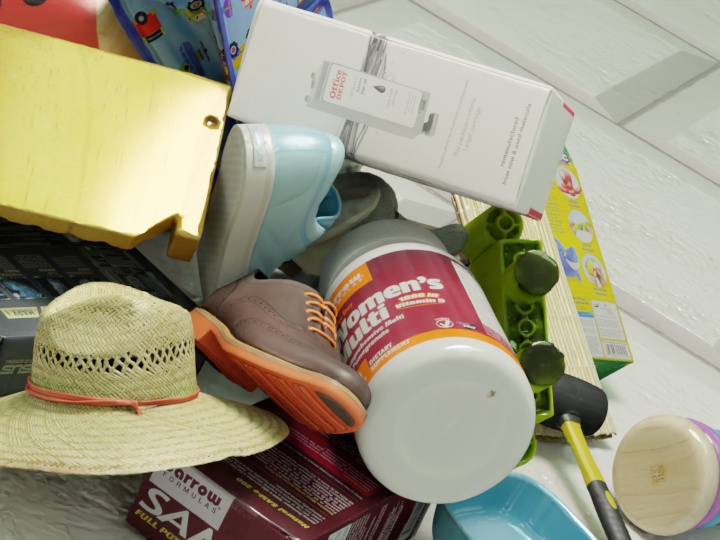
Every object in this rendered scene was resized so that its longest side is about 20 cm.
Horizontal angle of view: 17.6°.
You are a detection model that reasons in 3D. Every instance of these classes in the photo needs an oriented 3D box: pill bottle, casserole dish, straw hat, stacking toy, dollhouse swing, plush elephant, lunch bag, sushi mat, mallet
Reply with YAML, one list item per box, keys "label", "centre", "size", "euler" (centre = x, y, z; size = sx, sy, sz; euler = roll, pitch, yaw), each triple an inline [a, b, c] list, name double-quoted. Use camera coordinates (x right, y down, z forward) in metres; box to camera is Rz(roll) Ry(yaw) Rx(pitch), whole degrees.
- label: "pill bottle"
  centre: [0.034, 0.050, 1.440]
  size: [0.109, 0.110, 0.200]
  euler: [19, 21, -20]
- label: "casserole dish"
  centre: [0.119, 0.200, 1.439]
  size: [0.121, 0.039, 0.200]
  euler: [-2, 44, -53]
- label: "straw hat"
  centre: [-0.140, 0.051, 1.325]
  size: [0.201, 0.085, 0.201]
  euler: [2, 11, 0]
- label: "stacking toy"
  centre: [0.272, 0.151, 1.702]
  size: [0.200, 0.085, 0.085]
  euler: [7, 29, -49]
- label: "dollhouse swing"
  centre: [-0.204, -0.058, 1.520]
  size: [0.200, 0.176, 0.182]
  euler: [14, 53, -7]
- label: "plush elephant"
  centre: [0.000, 0.000, 1.611]
  size: [0.200, 0.155, 0.165]
  euler: [23, 22, -13]
- label: "lunch bag"
  centre: [-0.080, -0.153, 1.631]
  size: [0.094, 0.200, 0.151]
  euler: [-4, 32, 28]
- label: "sushi mat"
  centre: [0.130, 0.035, 1.742]
  size: [0.096, 0.012, 0.200]
  euler: [2, 65, -42]
- label: "mallet"
  centre: [0.171, 0.148, 1.628]
  size: [0.066, 0.041, 0.200]
  euler: [14, 35, -37]

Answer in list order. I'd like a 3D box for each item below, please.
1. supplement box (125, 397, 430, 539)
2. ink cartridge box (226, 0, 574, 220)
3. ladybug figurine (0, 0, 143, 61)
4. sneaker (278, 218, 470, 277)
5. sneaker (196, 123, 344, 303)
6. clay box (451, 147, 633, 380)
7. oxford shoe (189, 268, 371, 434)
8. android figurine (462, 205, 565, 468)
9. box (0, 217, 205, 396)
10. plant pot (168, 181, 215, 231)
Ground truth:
- label: "supplement box"
  centre: [-0.039, 0.133, 1.397]
  size: [0.109, 0.061, 0.200]
  euler: [34, 21, 19]
- label: "ink cartridge box"
  centre: [0.029, -0.104, 1.521]
  size: [0.200, 0.083, 0.147]
  euler: [18, 2, 11]
- label: "ladybug figurine"
  centre: [-0.233, -0.157, 1.621]
  size: [0.200, 0.136, 0.072]
  euler: [-5, 13, 6]
- label: "sneaker"
  centre: [0.024, -0.002, 1.764]
  size: [0.200, 0.071, 0.076]
  euler: [5, 35, -42]
- label: "sneaker"
  centre: [-0.055, -0.025, 1.491]
  size: [0.082, 0.200, 0.074]
  euler: [0, 64, -15]
- label: "clay box"
  centre: [0.137, -0.014, 1.824]
  size: [0.115, 0.048, 0.200]
  euler: [7, 60, -44]
- label: "oxford shoe"
  centre: [-0.042, 0.040, 1.382]
  size: [0.071, 0.073, 0.200]
  euler: [48, -12, -31]
- label: "android figurine"
  centre: [0.096, 0.049, 1.606]
  size: [0.041, 0.182, 0.200]
  euler: [-1, -9, -13]
- label: "box"
  centre: [-0.209, 0.013, 1.481]
  size: [0.158, 0.051, 0.200]
  euler: [40, 24, 30]
- label: "plant pot"
  centre: [-0.133, -0.126, 1.737]
  size: [0.200, 0.200, 0.175]
  euler: [18, 41, -23]
